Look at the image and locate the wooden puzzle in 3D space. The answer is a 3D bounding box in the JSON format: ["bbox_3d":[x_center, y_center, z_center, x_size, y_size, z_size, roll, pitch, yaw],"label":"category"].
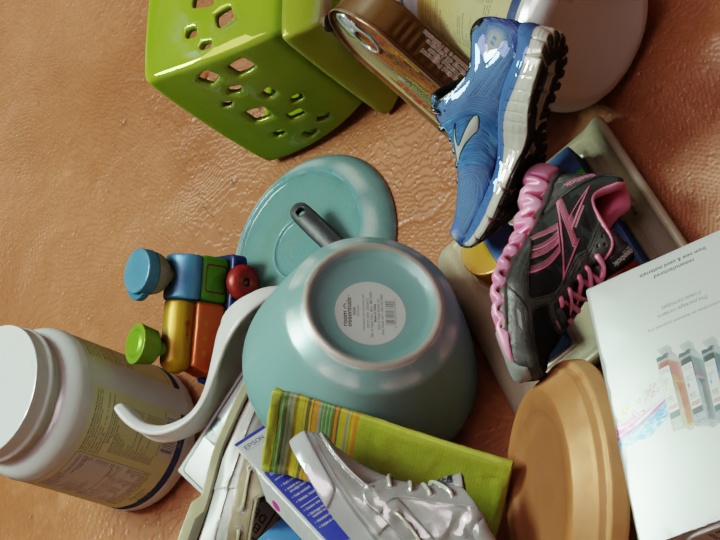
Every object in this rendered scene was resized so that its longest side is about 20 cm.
[{"bbox_3d":[0.158,-0.006,1.361,0.200,0.046,0.186,-43,49,20],"label":"wooden puzzle"}]

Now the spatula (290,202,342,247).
[{"bbox_3d":[0.000,0.000,1.484,0.057,0.021,0.200,-44,56,-5],"label":"spatula"}]

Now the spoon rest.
[{"bbox_3d":[-0.124,0.087,1.488,0.200,0.099,0.061,-39,61,4],"label":"spoon rest"}]

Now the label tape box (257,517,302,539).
[{"bbox_3d":[-0.027,0.277,1.359,0.143,0.063,0.202,16,84,18],"label":"label tape box"}]

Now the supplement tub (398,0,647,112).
[{"bbox_3d":[0.129,-0.230,1.413,0.200,0.144,0.145,33,95,44],"label":"supplement tub"}]

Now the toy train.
[{"bbox_3d":[-0.167,0.080,1.546,0.084,0.115,0.202,-7,76,54],"label":"toy train"}]

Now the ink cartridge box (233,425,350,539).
[{"bbox_3d":[-0.008,0.190,1.352,0.094,0.037,0.200,-30,58,-26],"label":"ink cartridge box"}]

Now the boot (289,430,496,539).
[{"bbox_3d":[0.038,0.181,1.265,0.095,0.074,0.200,-40,77,1],"label":"boot"}]

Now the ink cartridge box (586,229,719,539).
[{"bbox_3d":[0.266,0.096,1.151,0.144,0.145,0.202,-24,58,30],"label":"ink cartridge box"}]

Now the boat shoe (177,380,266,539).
[{"bbox_3d":[-0.097,0.176,1.413,0.068,0.075,0.202,20,82,3],"label":"boat shoe"}]

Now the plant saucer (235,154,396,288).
[{"bbox_3d":[-0.051,-0.018,1.567,0.199,0.027,0.202,-18,61,35],"label":"plant saucer"}]

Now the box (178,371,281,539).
[{"bbox_3d":[-0.059,0.133,1.469,0.116,0.060,0.201,39,100,30],"label":"box"}]

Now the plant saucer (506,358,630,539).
[{"bbox_3d":[0.146,0.166,1.224,0.200,0.037,0.202,-179,90,-79],"label":"plant saucer"}]

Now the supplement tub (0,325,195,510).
[{"bbox_3d":[-0.270,0.138,1.574,0.144,0.199,0.146,-18,61,35],"label":"supplement tub"}]

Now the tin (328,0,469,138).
[{"bbox_3d":[0.058,-0.167,1.427,0.042,0.200,0.112,-50,5,-13],"label":"tin"}]

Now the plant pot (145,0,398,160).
[{"bbox_3d":[-0.068,-0.242,1.564,0.180,0.199,0.202,-11,65,32],"label":"plant pot"}]

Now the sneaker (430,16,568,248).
[{"bbox_3d":[0.101,-0.112,1.329,0.089,0.078,0.202,26,122,23],"label":"sneaker"}]

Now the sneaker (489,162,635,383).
[{"bbox_3d":[0.158,-0.002,1.267,0.094,0.079,0.201,2,53,22],"label":"sneaker"}]

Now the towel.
[{"bbox_3d":[0.018,0.153,1.305,0.198,0.087,0.018,16,40,11],"label":"towel"}]

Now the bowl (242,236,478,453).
[{"bbox_3d":[0.006,0.053,1.355,0.105,0.199,0.202,102,160,-57],"label":"bowl"}]
